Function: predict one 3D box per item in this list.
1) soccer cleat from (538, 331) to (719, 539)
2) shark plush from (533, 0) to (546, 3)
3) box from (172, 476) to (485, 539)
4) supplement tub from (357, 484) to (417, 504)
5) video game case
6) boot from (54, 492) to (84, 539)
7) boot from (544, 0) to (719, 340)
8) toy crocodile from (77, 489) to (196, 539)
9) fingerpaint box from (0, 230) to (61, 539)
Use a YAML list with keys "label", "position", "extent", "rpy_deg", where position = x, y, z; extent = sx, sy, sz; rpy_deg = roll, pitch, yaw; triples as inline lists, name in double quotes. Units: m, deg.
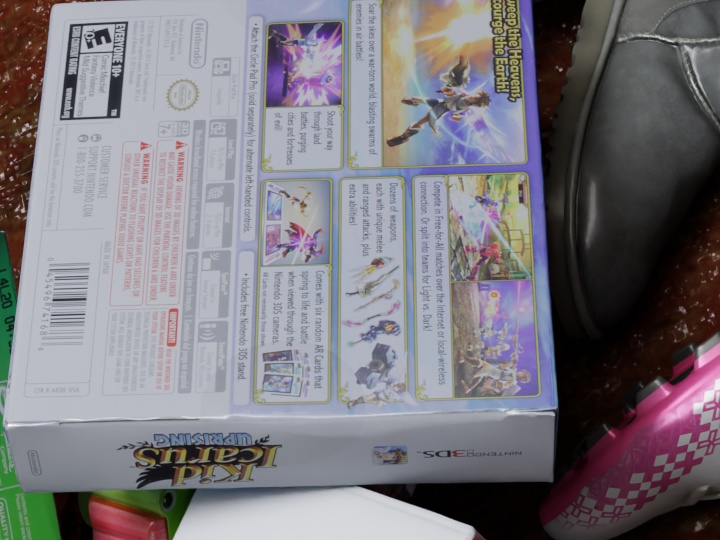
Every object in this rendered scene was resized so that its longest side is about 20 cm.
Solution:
- label: "soccer cleat"
  position: [0.156, 0.052, 0.910]
  extent: [0.200, 0.070, 0.086]
  rpy_deg: [-41, 87, 16]
- label: "shark plush"
  position: [0.061, -0.123, 0.990]
  extent: [0.199, 0.091, 0.083]
  rpy_deg: [9, 38, -1]
- label: "box"
  position: [-0.018, 0.187, 0.874]
  extent: [0.106, 0.152, 0.201]
  rpy_deg: [17, 74, 30]
- label: "supplement tub"
  position: [0.000, 0.000, 0.984]
  extent: [0.107, 0.107, 0.201]
  rpy_deg: [13, 73, 30]
- label: "video game case"
  position: [-0.025, -0.014, 0.882]
  extent: [0.181, 0.046, 0.200]
  rpy_deg: [-2, 50, 3]
- label: "boot"
  position: [-0.138, 0.098, 1.007]
  extent: [0.107, 0.075, 0.200]
  rpy_deg: [-14, 51, -23]
- label: "boot"
  position: [0.177, -0.055, 0.958]
  extent: [0.199, 0.073, 0.182]
  rpy_deg: [4, 68, 20]
- label: "toy crocodile"
  position: [-0.072, 0.121, 0.927]
  extent: [0.067, 0.201, 0.062]
  rpy_deg: [18, 37, 29]
- label: "fingerpaint box"
  position: [-0.183, 0.097, 0.908]
  extent: [0.167, 0.073, 0.201]
  rpy_deg: [-11, 90, 47]
